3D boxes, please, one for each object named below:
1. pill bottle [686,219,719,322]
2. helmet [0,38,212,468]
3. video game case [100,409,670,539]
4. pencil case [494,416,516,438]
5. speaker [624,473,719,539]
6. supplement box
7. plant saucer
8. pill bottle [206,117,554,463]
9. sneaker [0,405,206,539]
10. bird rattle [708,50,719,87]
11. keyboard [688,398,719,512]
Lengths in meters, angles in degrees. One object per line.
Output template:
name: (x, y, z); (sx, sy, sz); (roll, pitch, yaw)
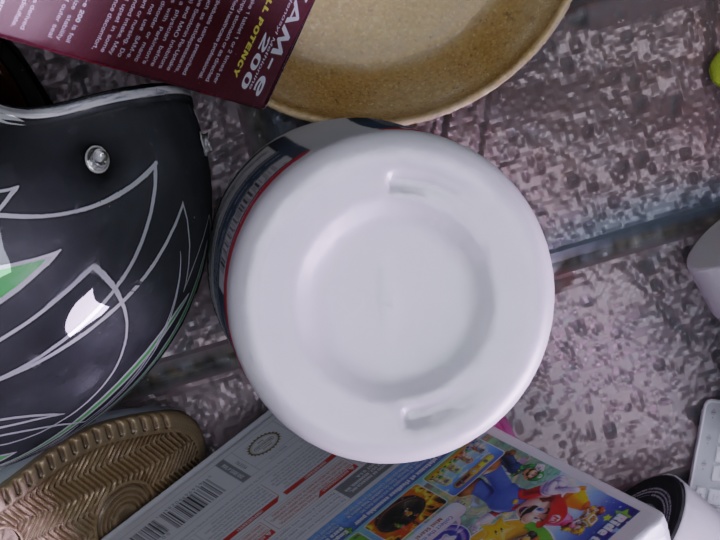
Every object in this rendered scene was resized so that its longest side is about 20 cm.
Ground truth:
pill bottle: (0.227, 0.058, 0.952); (0.119, 0.120, 0.201); (-33, 101, -3)
helmet: (-0.159, -0.016, 0.863); (0.190, 0.200, 0.201); (38, 90, 5)
video game case: (0.004, 0.108, 0.879); (0.143, 0.199, 0.018); (-36, 126, -24)
pencil case: (-0.013, 0.136, 0.950); (0.199, 0.091, 0.094); (-23, 142, -4)
speaker: (0.182, 0.181, 0.974); (0.200, 0.081, 0.081); (41, 90, -14)
supplement box: (-0.118, -0.122, 0.810); (0.199, 0.109, 0.061); (10, 109, -52)
plant saucer: (0.001, -0.161, 0.944); (0.198, 0.035, 0.202); (-1, 96, -8)
pill bottle: (0.000, 0.000, 0.878); (0.118, 0.200, 0.121); (-1, 96, -7)
sneaker: (-0.168, 0.097, 0.936); (0.199, 0.108, 0.071); (-26, 120, -36)
bird rattle: (0.257, -0.125, 0.953); (0.198, 0.113, 0.165); (4, 79, -11)
keyboard: (0.164, 0.160, 1.012); (0.056, 0.011, 0.202); (9, 95, -8)
